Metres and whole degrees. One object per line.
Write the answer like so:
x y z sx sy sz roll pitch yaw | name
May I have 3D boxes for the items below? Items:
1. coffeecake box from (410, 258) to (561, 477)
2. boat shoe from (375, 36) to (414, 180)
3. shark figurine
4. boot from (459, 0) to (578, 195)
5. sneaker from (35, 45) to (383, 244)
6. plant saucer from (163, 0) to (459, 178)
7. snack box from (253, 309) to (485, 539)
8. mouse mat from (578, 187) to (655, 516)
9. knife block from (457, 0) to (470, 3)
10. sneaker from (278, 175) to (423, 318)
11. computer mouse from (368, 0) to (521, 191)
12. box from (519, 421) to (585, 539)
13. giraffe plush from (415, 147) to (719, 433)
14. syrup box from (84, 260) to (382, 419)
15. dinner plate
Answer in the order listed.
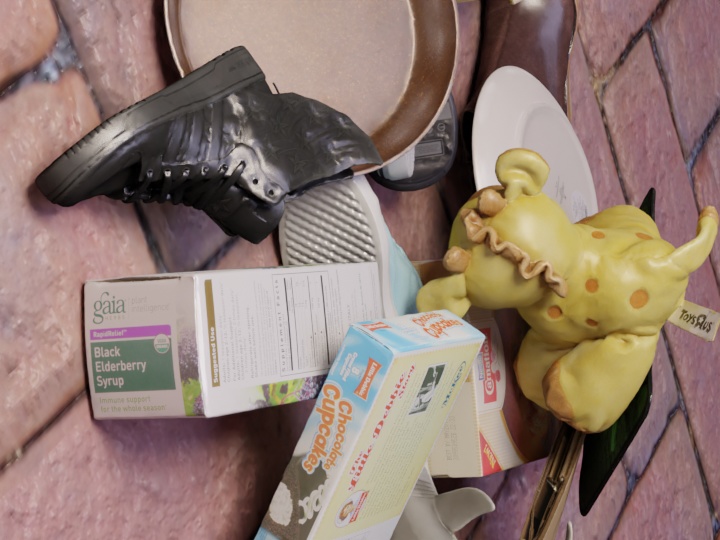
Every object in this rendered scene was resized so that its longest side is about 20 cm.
0.098 0.066 1.298 0.200 0.073 0.154 -4 90 -59 | coffeecake box
-0.010 -0.155 1.157 0.072 0.071 0.201 15 63 -85 | boat shoe
0.048 0.192 1.137 0.089 0.214 0.129 -5 113 -30 | shark figurine
0.119 -0.160 1.368 0.166 0.072 0.201 -49 130 -53 | boot
-0.081 -0.057 0.973 0.200 0.060 0.104 -38 96 -43 | sneaker
-0.032 -0.153 1.073 0.200 0.034 0.201 4 80 -26 | plant saucer
-0.003 0.121 1.056 0.116 0.037 0.200 -5 124 -60 | snack box
0.185 0.059 1.258 0.161 0.008 0.200 108 -6 -51 | mouse mat
0.061 -0.295 1.298 0.176 0.064 0.200 56 41 -40 | knife block
0.000 0.000 1.156 0.082 0.074 0.201 -64 147 -54 | sneaker
0.049 -0.163 1.212 0.046 0.140 0.201 -127 -157 -80 | computer mouse
0.119 0.224 1.256 0.164 0.021 0.201 -58 162 -57 | box
0.122 0.003 1.156 0.162 0.200 0.173 24 76 -18 | giraffe plush
-0.068 0.038 1.015 0.200 0.079 0.082 -6 91 -60 | syrup box
0.141 -0.058 1.310 0.200 0.024 0.201 29 56 -53 | dinner plate
